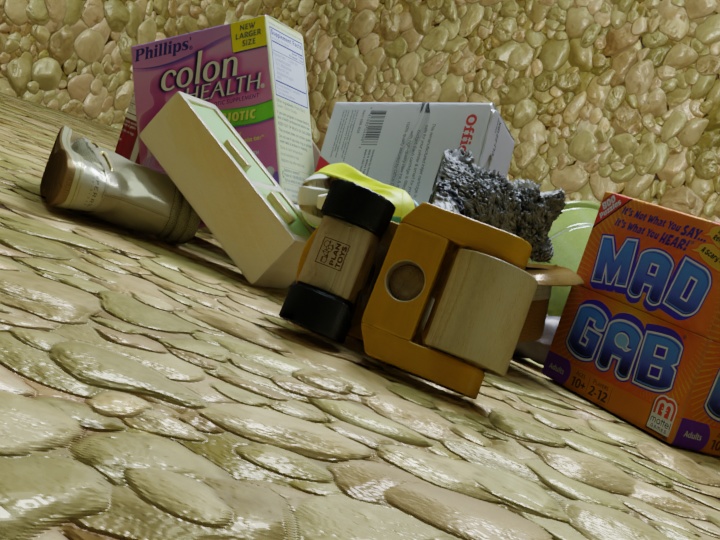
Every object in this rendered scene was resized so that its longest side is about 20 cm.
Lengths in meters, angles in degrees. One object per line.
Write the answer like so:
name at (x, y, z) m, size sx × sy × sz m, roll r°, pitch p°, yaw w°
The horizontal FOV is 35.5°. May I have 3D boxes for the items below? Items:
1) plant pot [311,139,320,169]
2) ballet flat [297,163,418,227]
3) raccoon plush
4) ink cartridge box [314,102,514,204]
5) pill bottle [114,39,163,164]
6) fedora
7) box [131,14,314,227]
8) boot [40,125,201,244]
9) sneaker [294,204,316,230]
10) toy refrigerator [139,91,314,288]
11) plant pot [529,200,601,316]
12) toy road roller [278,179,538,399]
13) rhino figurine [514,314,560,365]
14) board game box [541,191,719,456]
plant pot at (-0.124, -0.099, 1.401) m, size 0.092 × 0.203 × 0.199 m, roll -33°, pitch 38°, yaw -31°
ballet flat at (-0.020, -0.064, 1.050) m, size 0.066 × 0.068 × 0.199 m, roll 1°, pitch 10°, yaw -31°
raccoon plush at (0.124, -0.035, 1.039) m, size 0.132 × 0.098 × 0.201 m, roll 17°, pitch 27°, yaw 1°
ink cartridge box at (0.055, -0.101, 1.223) m, size 0.197 × 0.146 × 0.084 m, roll 5°, pitch -20°, yaw 31°
pill bottle at (-0.237, -0.174, 1.396) m, size 0.111 × 0.203 × 0.113 m, roll 19°, pitch 5°, yaw -2°
fedora at (0.126, 0.034, 1.138) m, size 0.197 × 0.083 × 0.201 m, roll 2°, pitch 3°, yaw 0°
box at (-0.152, -0.159, 1.255) m, size 0.173 × 0.204 × 0.096 m, roll -7°, pitch -6°, yaw 22°
boot at (-0.247, -0.088, 1.169) m, size 0.153 × 0.074 × 0.200 m, roll 17°, pitch 7°, yaw -22°
sneaker at (-0.020, -0.021, 1.149) m, size 0.197 × 0.076 × 0.085 m, roll -3°, pitch 36°, yaw 23°
toy refrigerator at (-0.124, -0.081, 1.110) m, size 0.201 × 0.070 × 0.076 m, roll 52°, pitch 16°, yaw 18°
plant pot at (0.296, 0.040, 1.424) m, size 0.197 × 0.202 × 0.190 m, roll 17°, pitch 18°, yaw -19°
toy road roller at (0.042, 0.019, 0.911) m, size 0.197 × 0.125 × 0.146 m, roll 20°, pitch -6°, yaw 17°
rhino figurine at (0.163, 0.058, 1.272) m, size 0.198 × 0.061 × 0.087 m, roll 19°, pitch 15°, yaw 36°
board game box at (0.342, 0.061, 1.123) m, size 0.198 × 0.203 × 0.199 m, roll 16°, pitch 6°, yaw -31°
